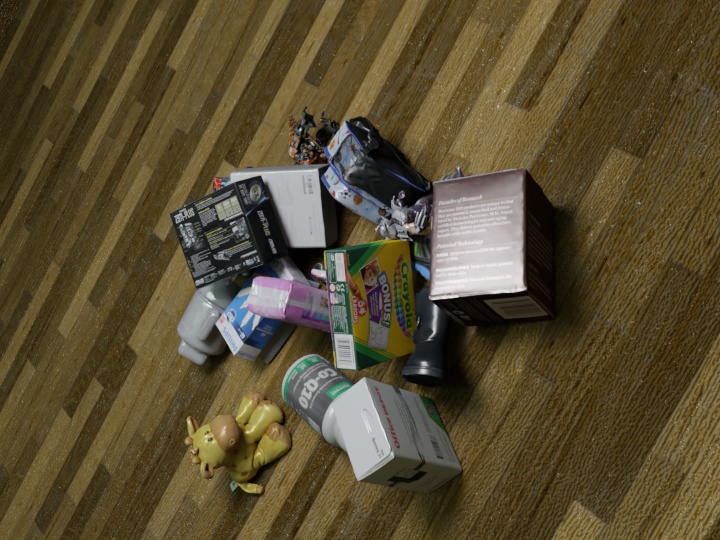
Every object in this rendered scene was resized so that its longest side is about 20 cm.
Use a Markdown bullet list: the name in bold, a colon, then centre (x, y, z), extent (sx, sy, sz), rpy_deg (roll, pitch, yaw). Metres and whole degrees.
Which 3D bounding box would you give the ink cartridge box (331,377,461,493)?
- **ink cartridge box**: centre (0.059, 0.271, 1.448), extent (0.083, 0.199, 0.148), rpy_deg (-38, 52, 22)

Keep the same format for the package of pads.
- **package of pads**: centre (-0.104, 0.068, 1.669), extent (0.119, 0.198, 0.077), rpy_deg (11, 85, 45)

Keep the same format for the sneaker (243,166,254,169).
- **sneaker**: centre (-0.183, -0.176, 1.908), extent (0.199, 0.076, 0.085), rpy_deg (37, 119, 33)

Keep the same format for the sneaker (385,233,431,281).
- **sneaker**: centre (0.120, -0.035, 1.608), extent (0.199, 0.070, 0.083), rpy_deg (36, 94, 37)

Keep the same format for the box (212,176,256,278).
- **box**: centre (-0.265, -0.095, 1.927), extent (0.136, 0.039, 0.204), rpy_deg (13, 107, 44)

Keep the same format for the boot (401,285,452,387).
- **boot**: centre (0.118, 0.104, 1.485), extent (0.075, 0.200, 0.171), rpy_deg (11, 81, 2)

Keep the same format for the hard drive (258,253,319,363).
- **hard drive**: centre (-0.178, 0.074, 1.837), extent (0.202, 0.042, 0.135), rpy_deg (-56, 48, 10)

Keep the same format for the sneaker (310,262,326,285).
- **sneaker**: centre (0.000, 0.000, 1.702), extent (0.197, 0.080, 0.088), rpy_deg (8, 67, 34)

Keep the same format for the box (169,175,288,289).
- **box**: centre (-0.260, -0.073, 1.751), extent (0.198, 0.086, 0.166), rpy_deg (-19, 92, 36)

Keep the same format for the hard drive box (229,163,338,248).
- **hard drive box**: centre (-0.153, -0.129, 1.787), extent (0.196, 0.077, 0.159), rpy_deg (0, 104, 20)

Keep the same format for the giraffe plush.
- **giraffe plush**: centre (-0.256, 0.332, 1.724), extent (0.171, 0.161, 0.203), rpy_deg (27, 91, 43)

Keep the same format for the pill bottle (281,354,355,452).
- **pill bottle**: centre (-0.046, 0.245, 1.610), extent (0.199, 0.112, 0.114), rpy_deg (32, 95, 43)

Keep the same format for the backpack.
- **backpack**: centre (0.016, -0.191, 1.687), extent (0.154, 0.199, 0.192), rpy_deg (-43, 38, 18)

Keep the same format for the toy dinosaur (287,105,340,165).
- **toy dinosaur**: centre (-0.117, -0.267, 1.887), extent (0.200, 0.101, 0.137), rpy_deg (46, 123, 19)

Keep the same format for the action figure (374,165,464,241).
- **action figure**: centre (0.111, -0.109, 1.578), extent (0.197, 0.070, 0.130), rpy_deg (-26, 34, -15)

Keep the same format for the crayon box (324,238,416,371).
- **crayon box**: centre (0.022, 0.055, 1.539), extent (0.058, 0.171, 0.204), rpy_deg (0, 98, 42)

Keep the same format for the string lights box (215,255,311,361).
- **string lights box**: centre (-0.196, 0.070, 1.784), extent (0.201, 0.059, 0.103), rpy_deg (-52, 48, 12)

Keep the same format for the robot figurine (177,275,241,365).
- **robot figurine**: centre (-0.316, 0.099, 1.896), extent (0.202, 0.112, 0.170), rpy_deg (-60, 13, 7)

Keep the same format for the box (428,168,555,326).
- **box**: centre (0.216, -0.031, 1.437), extent (0.162, 0.166, 0.204), rpy_deg (-7, 68, 27)
